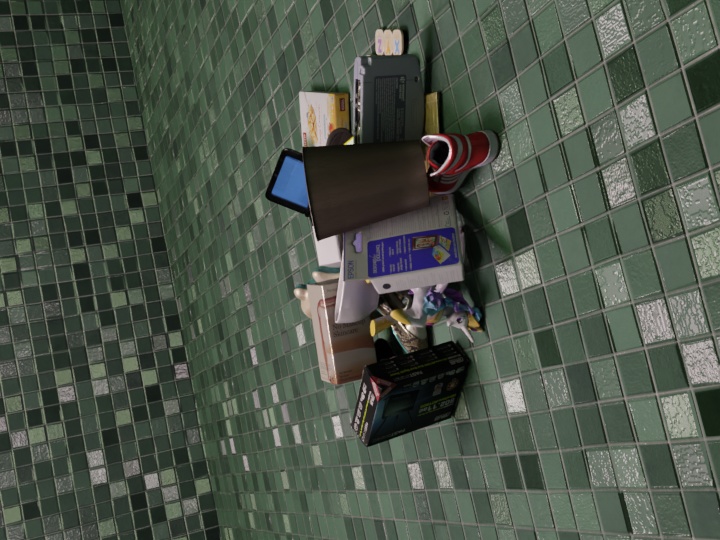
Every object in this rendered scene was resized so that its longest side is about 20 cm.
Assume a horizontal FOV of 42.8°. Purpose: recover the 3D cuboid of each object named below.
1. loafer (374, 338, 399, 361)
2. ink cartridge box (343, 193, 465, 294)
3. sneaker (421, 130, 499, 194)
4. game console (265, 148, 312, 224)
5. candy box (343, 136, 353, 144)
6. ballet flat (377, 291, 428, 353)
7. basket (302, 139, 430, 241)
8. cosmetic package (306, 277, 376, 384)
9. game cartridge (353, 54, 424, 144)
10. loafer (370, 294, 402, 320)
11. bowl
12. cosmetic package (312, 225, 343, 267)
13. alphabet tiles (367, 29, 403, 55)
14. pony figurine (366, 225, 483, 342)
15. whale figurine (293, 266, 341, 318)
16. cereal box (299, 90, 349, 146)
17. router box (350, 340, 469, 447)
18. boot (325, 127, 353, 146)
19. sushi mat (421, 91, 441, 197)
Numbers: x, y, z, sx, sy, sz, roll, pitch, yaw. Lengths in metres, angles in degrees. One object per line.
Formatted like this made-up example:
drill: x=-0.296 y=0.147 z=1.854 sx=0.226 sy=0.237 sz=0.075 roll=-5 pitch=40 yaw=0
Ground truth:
loafer: x=0.061 y=0.209 z=1.866 sx=0.200 sy=0.072 sz=0.072 roll=50 pitch=142 yaw=48
ink cartridge box: x=0.070 y=-0.045 z=1.547 sx=0.199 sy=0.197 sz=0.044 roll=-90 pitch=-9 yaw=-49
sneaker: x=0.132 y=-0.177 z=1.530 sx=0.200 sy=0.111 sz=0.072 roll=-36 pitch=66 yaw=59
game console: x=-0.123 y=-0.156 z=2.092 sx=0.200 sy=0.115 sz=0.178 roll=121 pitch=134 yaw=-55
candy box: x=0.000 y=-0.201 z=1.747 sx=0.199 sy=0.026 sz=0.103 roll=-36 pitch=78 yaw=26
ballet flat: x=0.080 y=0.084 z=1.772 sx=0.075 sy=0.068 sz=0.201 roll=-47 pitch=72 yaw=31
basket: x=0.011 y=-0.146 z=1.548 sx=0.137 sy=0.197 sz=0.182 roll=78 pitch=-177 yaw=-51
cosmetic package: x=-0.036 y=0.118 z=1.854 sx=0.087 sy=0.102 sz=0.203 roll=1 pitch=102 yaw=65
game cartridge: x=0.051 y=-0.278 z=1.627 sx=0.041 sy=0.132 sz=0.203 roll=-146 pitch=53 yaw=-59
loafer: x=0.034 y=0.050 z=1.879 sx=0.077 sy=0.067 sz=0.201 roll=67 pitch=152 yaw=27
bowl: x=0.000 y=0.000 z=1.700 sx=0.200 sy=0.074 sz=0.203 roll=179 pitch=97 yaw=-88
cosmetic package: x=-0.042 y=-0.051 z=1.897 sx=0.200 sy=0.050 sz=0.084 roll=7 pitch=-109 yaw=-75
alphabet tiles: x=0.053 y=-0.359 z=1.754 sx=0.200 sy=0.014 sz=0.198 roll=-148 pitch=54 yaw=-63
pony figurine: x=0.112 y=0.032 z=1.597 sx=0.167 sy=0.197 sz=0.195 roll=122 pitch=147 yaw=-56
whale figurine: x=-0.065 y=0.035 z=1.998 sx=0.201 sy=0.157 sz=0.105 roll=91 pitch=-177 yaw=-61
cereal box: x=-0.081 y=-0.323 z=2.036 sx=0.200 sy=0.039 sz=0.146 roll=22 pitch=118 yaw=62
router box: x=0.089 y=0.222 z=1.658 sx=0.062 sy=0.198 sz=0.151 roll=51 pitch=142 yaw=39
boot: x=-0.034 y=-0.207 z=1.876 sx=0.151 sy=0.072 sz=0.202 roll=-100 pitch=-2 yaw=-66
sushi mat: x=0.123 y=-0.219 z=1.664 sx=0.095 sy=0.012 sz=0.203 roll=-163 pitch=67 yaw=-63
